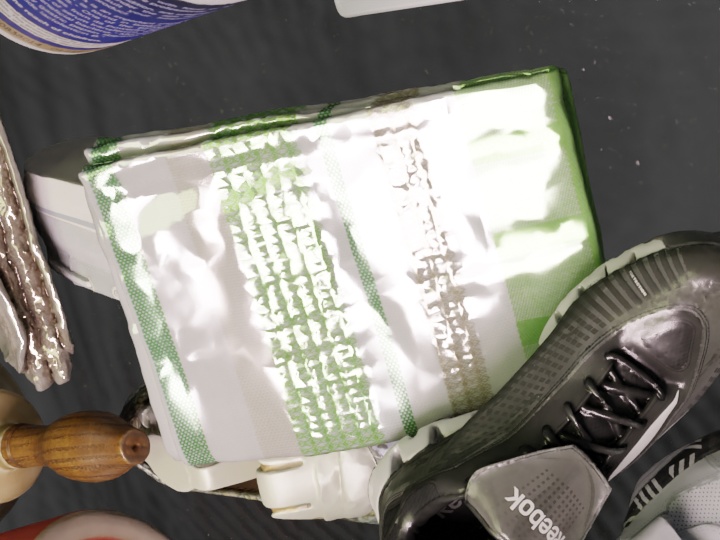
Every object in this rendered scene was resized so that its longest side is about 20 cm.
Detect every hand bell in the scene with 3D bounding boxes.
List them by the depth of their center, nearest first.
[{"bbox_3d":[-0.156,0.085,1.089,0.199,0.104,0.105,-4,109,54],"label":"hand bell"}]

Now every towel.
[{"bbox_3d":[0.000,0.000,0.916,0.198,0.031,0.150,-9,115,14],"label":"towel"},{"bbox_3d":[-0.184,-0.046,1.080,0.132,0.034,0.202,-155,47,-71],"label":"towel"}]

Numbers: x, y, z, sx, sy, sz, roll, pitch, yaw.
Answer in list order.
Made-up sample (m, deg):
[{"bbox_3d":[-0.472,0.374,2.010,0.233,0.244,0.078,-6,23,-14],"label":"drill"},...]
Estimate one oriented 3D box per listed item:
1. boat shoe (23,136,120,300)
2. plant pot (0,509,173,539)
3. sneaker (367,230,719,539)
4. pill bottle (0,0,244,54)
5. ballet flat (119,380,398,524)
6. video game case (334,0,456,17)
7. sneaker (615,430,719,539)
[{"bbox_3d":[-0.078,-0.004,1.019,0.199,0.072,0.069,16,124,36],"label":"boat shoe"},{"bbox_3d":[-0.167,0.218,1.143,0.177,0.200,0.201,-32,89,37],"label":"plant pot"},{"bbox_3d":[0.077,0.067,0.868,0.066,0.091,0.200,40,118,-17],"label":"sneaker"},{"bbox_3d":[-0.079,-0.153,0.881,0.199,0.115,0.117,-6,108,58],"label":"pill bottle"},{"bbox_3d":[-0.036,0.084,1.028,0.199,0.072,0.073,7,116,40],"label":"ballet flat"},{"bbox_3d":[0.034,-0.201,0.846,0.181,0.023,0.202,-3,110,43],"label":"video game case"},{"bbox_3d":[0.104,0.140,0.853,0.200,0.115,0.075,-38,99,19],"label":"sneaker"}]
